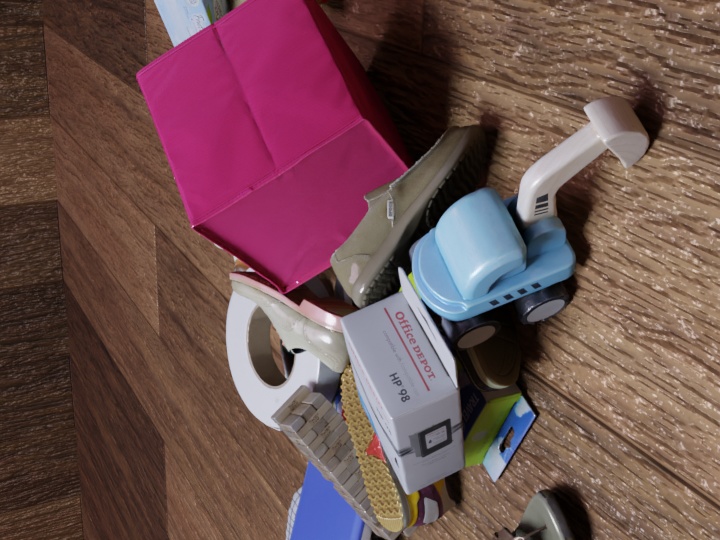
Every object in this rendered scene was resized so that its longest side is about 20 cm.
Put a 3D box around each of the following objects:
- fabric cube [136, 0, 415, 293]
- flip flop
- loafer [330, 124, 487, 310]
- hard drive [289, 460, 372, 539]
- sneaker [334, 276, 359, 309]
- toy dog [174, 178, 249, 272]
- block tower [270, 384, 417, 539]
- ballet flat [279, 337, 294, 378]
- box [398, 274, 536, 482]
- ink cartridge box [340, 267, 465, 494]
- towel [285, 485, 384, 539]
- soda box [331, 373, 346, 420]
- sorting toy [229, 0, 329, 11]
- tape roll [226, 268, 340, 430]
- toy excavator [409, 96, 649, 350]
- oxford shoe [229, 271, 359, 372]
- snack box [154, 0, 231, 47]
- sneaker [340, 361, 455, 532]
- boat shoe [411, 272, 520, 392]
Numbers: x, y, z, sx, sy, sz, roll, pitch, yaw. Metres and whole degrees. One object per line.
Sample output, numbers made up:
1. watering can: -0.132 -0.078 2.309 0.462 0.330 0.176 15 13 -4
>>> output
1. fabric cube: -0.075 -0.131 1.037 0.200 0.200 0.196 65 -169 28
2. flip flop: 0.145 0.273 0.957 0.081 0.057 0.200 67 151 26
3. loafer: 0.041 -0.059 0.932 0.067 0.200 0.076 34 170 26
4. hard drive: -0.030 0.289 1.235 0.132 0.025 0.201 -4 69 52
5. sneaker: 0.000 0.000 1.153 0.079 0.074 0.201 -132 40 -56
6. toy dog: -0.134 -0.077 1.340 0.201 0.139 0.194 65 160 3
7. block tower: -0.012 0.220 1.147 0.200 0.054 0.058 49 161 -11
8. ballet flat: -0.075 0.102 1.356 0.069 0.069 0.201 44 137 51
9. box: 0.092 0.102 1.025 0.200 0.047 0.122 62 149 35
10. ink cartridge box: 0.039 0.103 0.924 0.200 0.067 0.116 78 166 -54
11. towel: -0.027 0.396 1.323 0.166 0.085 0.201 38 130 52
12. soda box: -0.007 0.154 1.222 0.200 0.064 0.068 7 104 63
13. sorting toy: -0.094 -0.398 1.216 0.200 0.069 0.200 24 120 59
14. tape roll: -0.096 0.089 1.235 0.202 0.037 0.204 8 101 50
15. toy excavator: 0.131 -0.039 0.820 0.200 0.194 0.100 70 178 -64
16. oxford shoe: -0.082 0.051 1.129 0.200 0.071 0.074 25 107 43
17. snack box: -0.202 -0.381 1.300 0.169 0.067 0.201 74 -161 -62
18. sneaker: 0.043 0.172 1.094 0.075 0.090 0.201 -21 79 56
19. boat shoe: 0.090 0.030 0.962 0.066 0.072 0.201 -41 53 35
